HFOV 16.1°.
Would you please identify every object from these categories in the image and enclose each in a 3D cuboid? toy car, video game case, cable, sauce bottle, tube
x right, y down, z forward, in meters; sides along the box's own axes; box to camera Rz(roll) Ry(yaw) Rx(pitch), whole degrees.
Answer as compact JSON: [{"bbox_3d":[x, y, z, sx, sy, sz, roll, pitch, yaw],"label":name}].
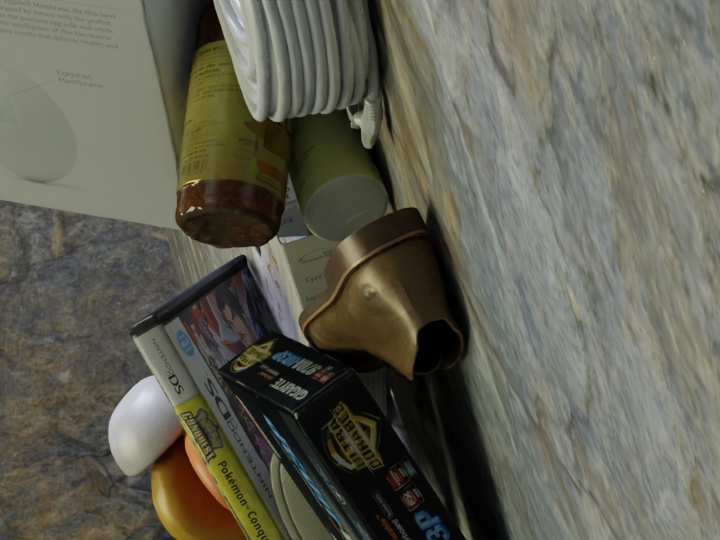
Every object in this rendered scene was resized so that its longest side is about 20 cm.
[{"bbox_3d":[-0.069,0.105,1.838,0.175,0.200,0.150,39,140,-13],"label":"toy car"},{"bbox_3d":[-0.067,0.090,1.667,0.181,0.025,0.200,60,-162,-3],"label":"video game case"},{"bbox_3d":[-0.050,-0.179,1.360,0.200,0.069,0.201,85,166,-61],"label":"cable"},{"bbox_3d":[-0.067,-0.114,1.469,0.066,0.066,0.201,91,-176,-69],"label":"sauce bottle"},{"bbox_3d":[-0.033,-0.099,1.516,0.052,0.058,0.200,40,-159,-41],"label":"tube"}]

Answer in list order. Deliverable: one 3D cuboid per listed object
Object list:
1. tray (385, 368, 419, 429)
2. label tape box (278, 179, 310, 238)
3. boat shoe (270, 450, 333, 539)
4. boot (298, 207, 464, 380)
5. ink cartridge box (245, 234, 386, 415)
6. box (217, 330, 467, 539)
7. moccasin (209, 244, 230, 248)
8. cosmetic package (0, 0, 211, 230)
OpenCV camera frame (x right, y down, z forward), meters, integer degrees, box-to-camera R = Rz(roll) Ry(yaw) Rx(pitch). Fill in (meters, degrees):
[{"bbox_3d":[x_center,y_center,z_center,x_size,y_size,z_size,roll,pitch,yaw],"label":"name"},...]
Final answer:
[{"bbox_3d":[0.000,0.000,1.603,0.107,0.022,0.201,168,86,-82],"label":"tray"},{"bbox_3d":[-0.089,-0.105,1.878,0.200,0.066,0.144,90,162,-63],"label":"label tape box"},{"bbox_3d":[0.001,0.157,1.610,0.200,0.072,0.068,51,-165,-36],"label":"boat shoe"},{"bbox_3d":[0.015,0.035,1.402,0.076,0.073,0.200,61,168,12],"label":"boot"},{"bbox_3d":[-0.030,0.024,1.623,0.200,0.044,0.177,89,163,-65],"label":"ink cartridge box"},{"bbox_3d":[0.007,0.134,1.466,0.200,0.046,0.159,57,169,-16],"label":"box"},{"bbox_3d":[-0.103,-0.115,1.723,0.074,0.077,0.203,6,-101,-83],"label":"moccasin"},{"bbox_3d":[-0.186,-0.149,1.534,0.201,0.198,0.123,82,-156,-48],"label":"cosmetic package"}]
